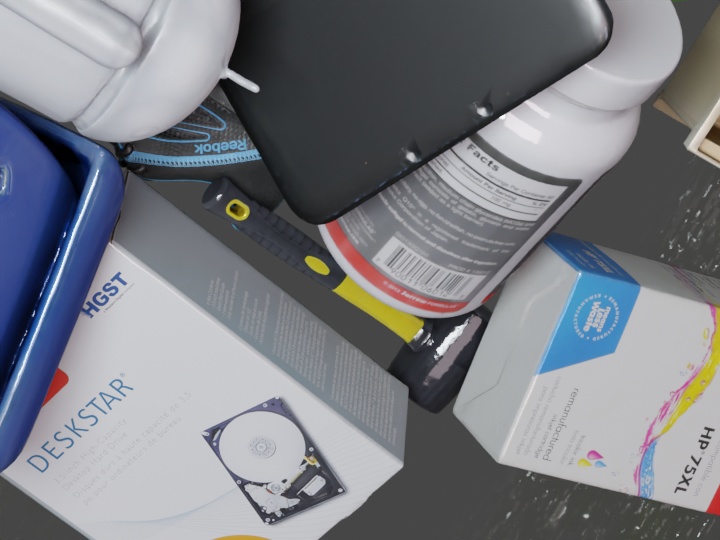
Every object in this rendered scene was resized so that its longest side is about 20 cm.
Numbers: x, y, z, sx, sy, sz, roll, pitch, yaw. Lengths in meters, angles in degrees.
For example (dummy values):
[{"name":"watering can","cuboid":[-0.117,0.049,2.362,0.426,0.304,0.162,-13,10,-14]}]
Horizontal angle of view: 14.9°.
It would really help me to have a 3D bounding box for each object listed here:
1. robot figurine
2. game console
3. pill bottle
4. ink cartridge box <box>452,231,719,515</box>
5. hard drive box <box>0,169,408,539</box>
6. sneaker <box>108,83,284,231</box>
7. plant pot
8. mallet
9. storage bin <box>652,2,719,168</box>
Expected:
[{"name":"robot figurine","cuboid":[-0.139,-0.132,1.264,0.200,0.170,0.113,28,104,-18]},{"name":"game console","cuboid":[0.019,-0.151,1.332,0.200,0.176,0.116,-31,120,31]},{"name":"pill bottle","cuboid":[0.069,-0.073,1.383,0.116,0.116,0.200,24,136,-17]},{"name":"ink cartridge box","cuboid":[0.165,0.061,1.498,0.200,0.067,0.116,14,105,-28]},{"name":"hard drive box","cuboid":[-0.099,0.070,1.442,0.200,0.077,0.156,38,117,-18]},{"name":"sneaker","cuboid":[-0.114,-0.089,1.410,0.200,0.073,0.082,28,102,-17]},{"name":"plant pot","cuboid":[-0.239,-0.014,1.326,0.180,0.200,0.200,21,92,-39]},{"name":"mallet","cuboid":[0.000,0.000,1.458,0.066,0.041,0.200,-45,124,2]},{"name":"storage bin","cuboid":[0.294,-0.115,1.468,0.198,0.094,0.200,28,101,-18]}]
